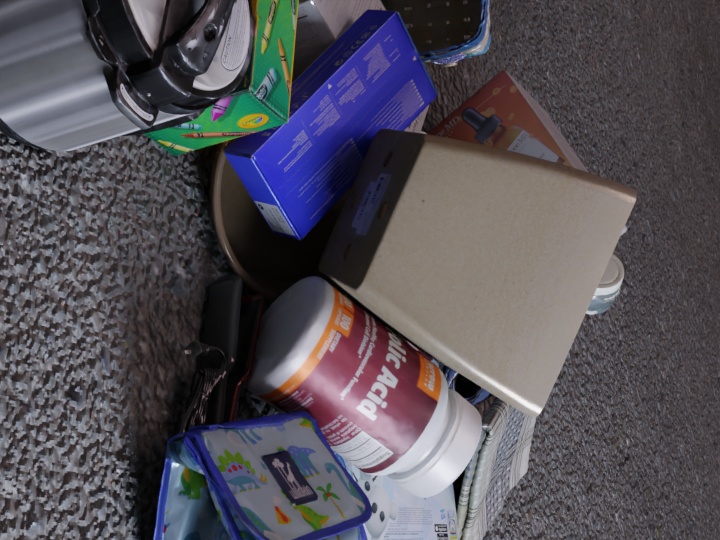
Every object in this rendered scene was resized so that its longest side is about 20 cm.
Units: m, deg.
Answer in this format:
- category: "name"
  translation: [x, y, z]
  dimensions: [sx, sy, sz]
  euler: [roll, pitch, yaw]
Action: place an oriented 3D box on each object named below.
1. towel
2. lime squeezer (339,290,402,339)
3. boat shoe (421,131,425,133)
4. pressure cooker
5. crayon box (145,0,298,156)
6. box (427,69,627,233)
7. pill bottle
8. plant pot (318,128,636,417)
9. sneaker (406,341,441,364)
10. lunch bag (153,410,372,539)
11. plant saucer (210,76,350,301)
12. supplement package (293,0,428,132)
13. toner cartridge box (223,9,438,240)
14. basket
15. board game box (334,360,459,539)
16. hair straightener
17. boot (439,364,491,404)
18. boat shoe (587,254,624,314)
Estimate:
- category: "towel"
  translation: [0.149, 0.202, 1.470]
  dimensions: [0.193, 0.034, 0.202]
  euler: [-45, 150, -57]
- category: "lime squeezer"
  translation: [0.000, 0.000, 1.322]
  dimensions: [0.038, 0.070, 0.202]
  euler: [-14, 89, -47]
- category: "boat shoe"
  translation: [0.045, -0.118, 1.457]
  dimensions: [0.086, 0.074, 0.204]
  euler: [-30, 107, -59]
- category: "pressure cooker"
  translation: [-0.169, -0.183, 0.974]
  dimensions: [0.178, 0.198, 0.178]
  euler: [-29, 104, -60]
- category: "crayon box"
  translation: [-0.116, -0.206, 1.160]
  dimensions: [0.058, 0.118, 0.202]
  euler: [37, 48, -49]
- category: "box"
  translation: [0.165, -0.086, 1.506]
  dimensions: [0.106, 0.152, 0.201]
  euler: [32, 23, -52]
- category: "pill bottle"
  translation: [0.003, 0.106, 1.201]
  dimensions: [0.199, 0.114, 0.115]
  euler: [37, 45, -22]
- category: "plant pot"
  translation: [0.080, -0.020, 1.168]
  dimensions: [0.176, 0.200, 0.201]
  euler: [24, 91, -17]
- category: "sneaker"
  translation: [0.075, 0.048, 1.414]
  dimensions: [0.199, 0.076, 0.116]
  euler: [5, 47, -51]
- category: "lunch bag"
  translation: [-0.075, 0.214, 1.066]
  dimensions: [0.170, 0.126, 0.202]
  euler: [0, 79, -60]
- category: "plant saucer"
  translation: [-0.060, -0.071, 1.238]
  dimensions: [0.199, 0.029, 0.202]
  euler: [-8, 102, -43]
- category: "supplement package"
  translation: [-0.030, -0.196, 1.313]
  dimensions: [0.201, 0.113, 0.110]
  euler: [57, 36, -35]
- category: "toner cartridge box"
  translation: [-0.022, -0.129, 1.207]
  dimensions: [0.200, 0.043, 0.095]
  euler: [-47, 128, -24]
- category: "basket"
  translation: [0.059, -0.287, 1.442]
  dimensions: [0.200, 0.175, 0.141]
  euler: [33, 54, -66]
- category: "board game box"
  translation: [0.024, 0.170, 1.343]
  dimensions: [0.199, 0.043, 0.201]
  euler: [18, 64, -57]
- category: "hair straightener"
  translation: [-0.127, 0.089, 1.122]
  dimensions: [0.077, 0.041, 0.202]
  euler: [46, 47, -43]
- category: "boot"
  translation: [0.109, 0.108, 1.427]
  dimensions: [0.072, 0.200, 0.090]
  euler: [35, 58, 8]
- category: "boat shoe"
  translation: [0.161, 0.008, 1.389]
  dimensions: [0.062, 0.198, 0.073]
  euler: [89, 10, -53]
